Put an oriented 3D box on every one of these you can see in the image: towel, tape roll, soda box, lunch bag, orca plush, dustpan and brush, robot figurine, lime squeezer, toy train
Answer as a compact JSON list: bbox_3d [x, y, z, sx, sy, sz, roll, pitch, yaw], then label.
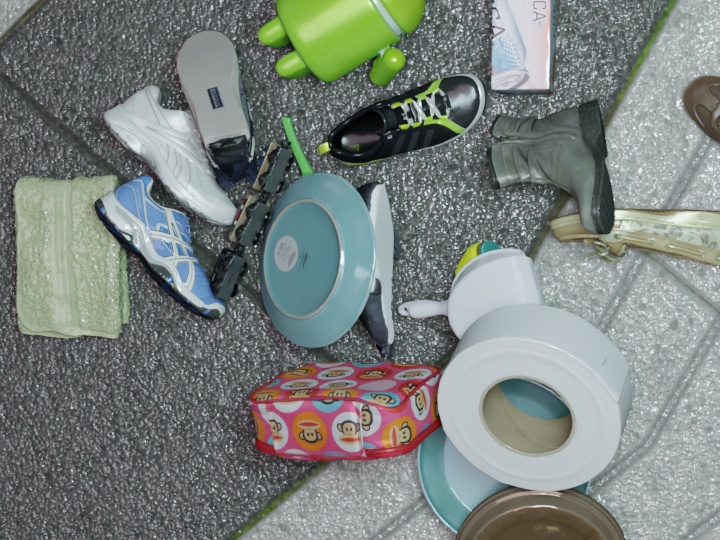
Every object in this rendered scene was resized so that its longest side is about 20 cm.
[{"bbox_3d":[-0.354,-0.017,1.805,0.148,0.036,0.200,0,92,12],"label":"towel"},{"bbox_3d":[0.187,0.137,1.584,0.202,0.071,0.203,11,124,17],"label":"tape roll"},{"bbox_3d":[0.183,-0.298,1.653,0.068,0.064,0.200,1,92,13],"label":"soda box"},{"bbox_3d":[-0.008,0.148,1.662,0.200,0.176,0.082,0,105,27],"label":"lunch bag"},{"bbox_3d":[0.000,0.000,1.699,0.071,0.105,0.200,-1,114,23],"label":"orca plush"},{"bbox_3d":[0.122,0.044,1.644,0.200,0.057,0.140,-8,111,29],"label":"dustpan and brush"},{"bbox_3d":[-0.014,-0.291,1.673,0.200,0.116,0.176,-31,86,12],"label":"robot figurine"},{"bbox_3d":[-0.078,-0.076,1.737,0.071,0.038,0.200,10,95,13],"label":"lime squeezer"},{"bbox_3d":[-0.127,-0.061,1.727,0.034,0.046,0.200,22,95,-27],"label":"toy train"}]

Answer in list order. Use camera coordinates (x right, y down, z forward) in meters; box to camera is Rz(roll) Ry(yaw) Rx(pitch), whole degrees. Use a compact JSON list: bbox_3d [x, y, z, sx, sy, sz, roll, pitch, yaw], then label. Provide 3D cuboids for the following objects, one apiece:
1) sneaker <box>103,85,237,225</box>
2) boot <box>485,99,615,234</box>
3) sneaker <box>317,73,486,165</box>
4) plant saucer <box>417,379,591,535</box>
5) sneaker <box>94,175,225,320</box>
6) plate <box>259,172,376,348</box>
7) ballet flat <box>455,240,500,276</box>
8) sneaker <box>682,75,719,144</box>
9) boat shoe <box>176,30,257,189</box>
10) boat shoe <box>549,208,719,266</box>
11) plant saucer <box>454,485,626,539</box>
[{"bbox_3d":[-0.206,-0.141,1.747,0.099,0.078,0.200,-44,90,-5],"label":"sneaker"},{"bbox_3d":[0.205,-0.103,1.615,0.131,0.200,0.068,-11,133,13],"label":"boot"},{"bbox_3d":[0.049,-0.164,1.680,0.200,0.083,0.072,-23,87,13],"label":"sneaker"},{"bbox_3d":[0.166,0.217,1.691,0.200,0.036,0.200,0,92,12],"label":"plant saucer"},{"bbox_3d":[-0.224,-0.026,1.753,0.077,0.076,0.200,-42,96,-15],"label":"sneaker"},{"bbox_3d":[-0.059,-0.012,1.674,0.200,0.026,0.200,-5,83,47],"label":"plate"},{"bbox_3d":[0.176,0.058,1.676,0.067,0.067,0.200,-42,79,33],"label":"ballet flat"},{"bbox_3d":[0.435,-0.145,1.593,0.200,0.076,0.070,38,100,9],"label":"sneaker"},{"bbox_3d":[-0.165,-0.184,1.727,0.075,0.093,0.200,-11,50,-1],"label":"boat shoe"},{"bbox_3d":[0.308,-0.035,1.629,0.200,0.073,0.063,1,90,13],"label":"boat shoe"},{"bbox_3d":[0.202,0.333,1.662,0.200,0.029,0.200,2,108,5],"label":"plant saucer"}]
